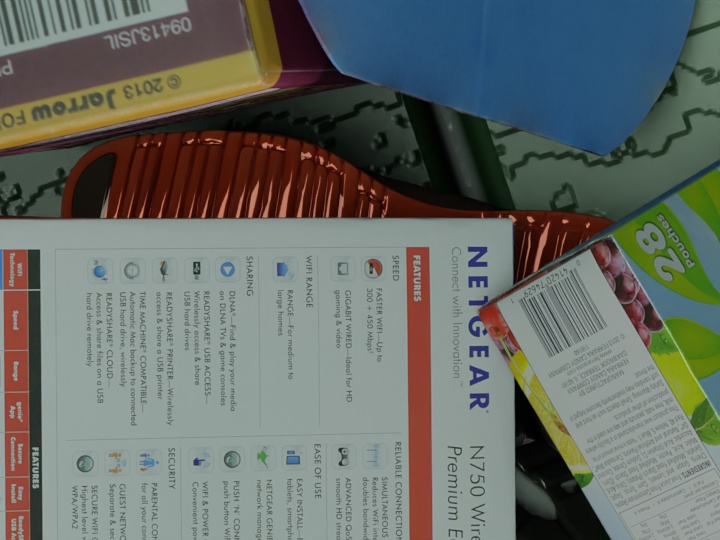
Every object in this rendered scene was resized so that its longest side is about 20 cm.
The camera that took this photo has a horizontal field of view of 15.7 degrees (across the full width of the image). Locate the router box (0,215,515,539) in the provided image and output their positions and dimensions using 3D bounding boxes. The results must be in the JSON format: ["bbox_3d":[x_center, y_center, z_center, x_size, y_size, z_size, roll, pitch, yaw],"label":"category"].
[{"bbox_3d":[-0.044,0.084,0.782,0.179,0.049,0.200,0,89,-13],"label":"router box"}]

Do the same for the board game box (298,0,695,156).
[{"bbox_3d":[0.030,-0.123,0.820,0.039,0.200,0.158,-5,76,46],"label":"board game box"}]

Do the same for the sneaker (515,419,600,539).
[{"bbox_3d":[-0.020,0.062,0.887,0.200,0.078,0.090,40,125,17],"label":"sneaker"}]

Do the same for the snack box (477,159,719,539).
[{"bbox_3d":[0.151,0.057,0.800,0.068,0.169,0.200,-34,86,45],"label":"snack box"}]

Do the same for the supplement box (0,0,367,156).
[{"bbox_3d":[-0.074,-0.095,0.817,0.131,0.200,0.103,-12,92,12],"label":"supplement box"}]

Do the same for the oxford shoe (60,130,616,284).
[{"bbox_3d":[0.000,0.000,0.861,0.200,0.073,0.071,14,89,-2],"label":"oxford shoe"}]
